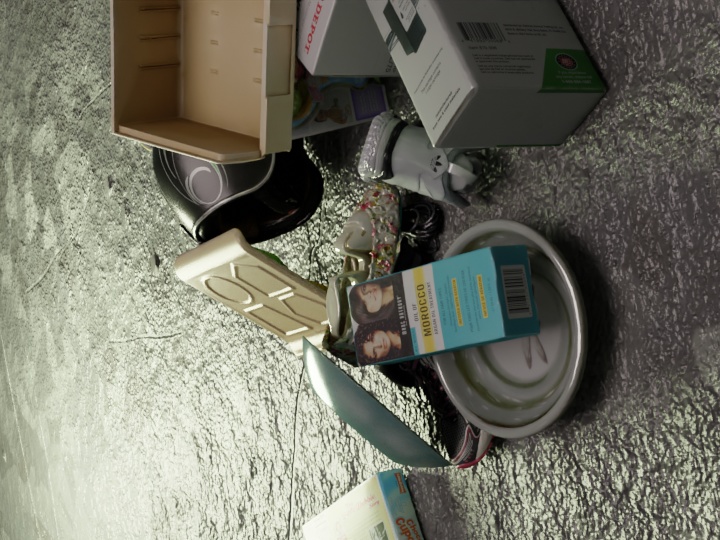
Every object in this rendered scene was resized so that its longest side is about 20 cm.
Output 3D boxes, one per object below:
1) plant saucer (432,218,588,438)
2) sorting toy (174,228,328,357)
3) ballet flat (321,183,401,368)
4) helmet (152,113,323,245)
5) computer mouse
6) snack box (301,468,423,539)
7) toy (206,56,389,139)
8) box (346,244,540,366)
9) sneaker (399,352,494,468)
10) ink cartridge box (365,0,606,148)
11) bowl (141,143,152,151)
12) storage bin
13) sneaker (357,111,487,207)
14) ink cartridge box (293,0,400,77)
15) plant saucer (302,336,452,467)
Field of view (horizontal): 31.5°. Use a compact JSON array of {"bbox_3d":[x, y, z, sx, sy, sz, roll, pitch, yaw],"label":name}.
[{"bbox_3d":[0.144,0.052,1.173,0.200,0.050,0.200,4,95,51],"label":"plant saucer"},{"bbox_3d":[-0.103,0.025,1.489,0.185,0.200,0.037,-19,39,57],"label":"sorting toy"},{"bbox_3d":[0.000,0.000,1.319,0.076,0.064,0.200,-3,79,55],"label":"ballet flat"},{"bbox_3d":[-0.146,-0.142,1.493,0.200,0.200,0.191,-46,56,50],"label":"helmet"},{"bbox_3d":[0.031,0.027,1.361,0.138,0.053,0.200,3,96,57],"label":"computer mouse"},{"bbox_3d":[0.003,0.314,1.454,0.200,0.037,0.116,-45,57,51],"label":"snack box"},{"bbox_3d":[-0.076,-0.203,1.381,0.047,0.200,0.115,69,-170,-73],"label":"toy"},{"bbox_3d":[0.072,0.035,1.178,0.200,0.049,0.082,-17,79,48],"label":"box"},{"bbox_3d":[0.078,0.100,1.273,0.081,0.075,0.200,-35,65,54],"label":"sneaker"},{"bbox_3d":[0.103,-0.210,1.129,0.083,0.146,0.200,-55,48,47],"label":"ink cartridge box"},{"bbox_3d":[-0.241,-0.262,1.725,0.201,0.094,0.201,10,101,57],"label":"bowl"},{"bbox_3d":[-0.160,-0.225,1.300,0.198,0.094,0.200,19,113,42],"label":"storage bin"},{"bbox_3d":[0.062,-0.108,1.271,0.200,0.115,0.075,-56,-16,-84],"label":"sneaker"},{"bbox_3d":[-0.011,-0.311,1.299,0.200,0.146,0.147,54,137,39],"label":"ink cartridge box"},{"bbox_3d":[0.006,0.145,1.297,0.039,0.201,0.201,-50,38,-4],"label":"plant saucer"}]
